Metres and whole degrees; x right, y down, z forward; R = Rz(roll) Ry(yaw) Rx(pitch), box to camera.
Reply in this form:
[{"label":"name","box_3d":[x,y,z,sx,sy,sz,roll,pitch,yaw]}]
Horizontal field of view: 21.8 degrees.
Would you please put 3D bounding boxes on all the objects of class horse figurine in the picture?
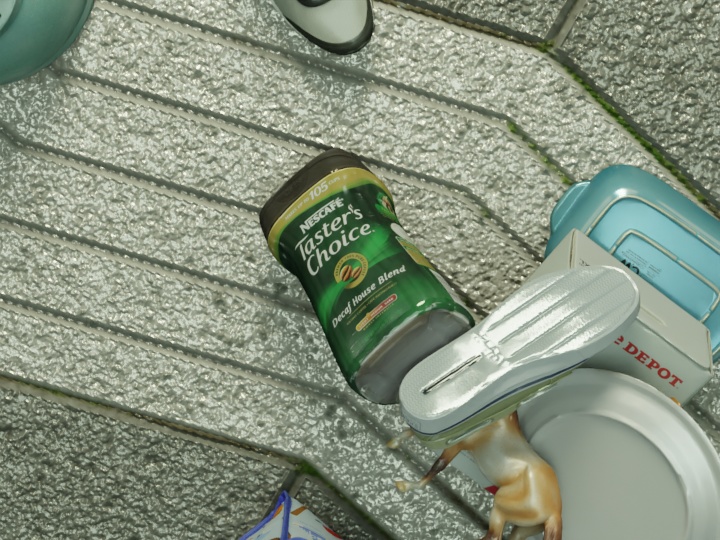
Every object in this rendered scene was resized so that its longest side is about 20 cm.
[{"label":"horse figurine","box_3d":[0.098,0.159,1.430,0.132,0.050,0.201,-38,67,21]}]

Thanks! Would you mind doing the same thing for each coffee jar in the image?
[{"label":"coffee jar","box_3d":[0.000,0.000,1.436,0.104,0.200,0.085,-42,139,11]}]

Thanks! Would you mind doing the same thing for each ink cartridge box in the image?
[{"label":"ink cartridge box","box_3d":[0.164,0.091,1.489,0.145,0.083,0.200,36,116,-8]}]

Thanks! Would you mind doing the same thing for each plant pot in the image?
[{"label":"plant pot","box_3d":[-0.304,-0.227,1.404,0.199,0.134,0.202,0,105,0]}]

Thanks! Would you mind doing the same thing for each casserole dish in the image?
[{"label":"casserole dish","box_3d":[0.242,0.002,1.512,0.199,0.039,0.121,35,102,-7]}]

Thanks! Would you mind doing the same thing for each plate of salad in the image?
[{"label":"plate of salad","box_3d":[0.196,0.164,1.437,0.199,0.048,0.201,15,119,28]}]

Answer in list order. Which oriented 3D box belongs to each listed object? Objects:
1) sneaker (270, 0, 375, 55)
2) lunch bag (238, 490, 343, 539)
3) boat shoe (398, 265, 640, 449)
[{"label":"sneaker","box_3d":[-0.055,-0.251,1.426,0.074,0.079,0.201,-30,104,5]},{"label":"lunch bag","box_3d":[-0.032,0.290,1.502,0.170,0.200,0.124,40,101,-9]},{"label":"boat shoe","box_3d":[0.117,0.063,1.384,0.199,0.062,0.072,-28,59,-7]}]
